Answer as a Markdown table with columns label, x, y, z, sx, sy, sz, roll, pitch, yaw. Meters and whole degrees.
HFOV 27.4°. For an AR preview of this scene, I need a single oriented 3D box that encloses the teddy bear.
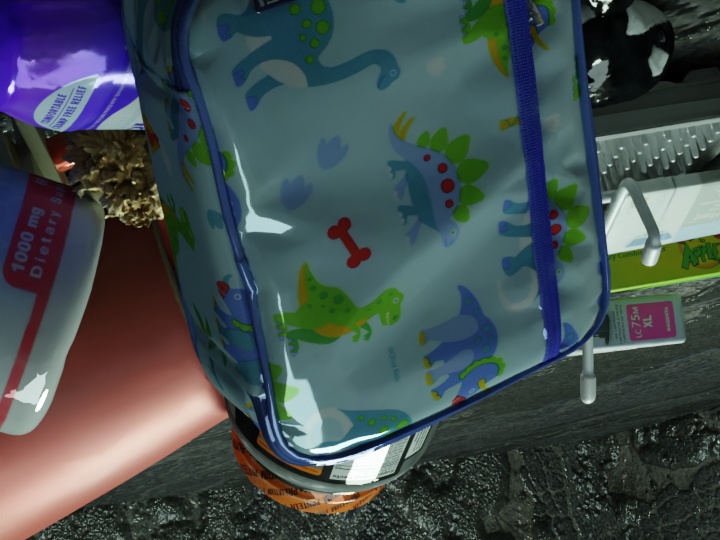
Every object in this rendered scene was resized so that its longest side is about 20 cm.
| label | x | y | z | sx | sy | sz | roll | pitch | yaw |
| --- | --- | --- | --- | --- | --- | --- | --- | --- | --- |
| teddy bear | -0.030 | -0.051 | 0.645 | 0.200 | 0.067 | 0.145 | 18 | -153 | 4 |

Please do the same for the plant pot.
| label | x | y | z | sx | sy | sz | roll | pitch | yaw |
| --- | --- | --- | --- | --- | --- | --- | --- | --- | --- |
| plant pot | -0.178 | 0.047 | 0.860 | 0.177 | 0.201 | 0.200 | -22 | 168 | 0 |

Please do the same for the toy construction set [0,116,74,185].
| label | x | y | z | sx | sy | sz | roll | pitch | yaw |
| --- | --- | --- | --- | --- | --- | --- | --- | --- | --- |
| toy construction set | -0.214 | -0.009 | 0.723 | 0.200 | 0.131 | 0.092 | -20 | -170 | 13 |

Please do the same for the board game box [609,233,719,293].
| label | x | y | z | sx | sy | sz | roll | pitch | yaw |
| --- | --- | --- | --- | --- | --- | --- | --- | --- | --- |
| board game box | 0.230 | -0.016 | 1.035 | 0.200 | 0.048 | 0.102 | -9 | 177 | -16 |

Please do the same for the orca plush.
| label | x | y | z | sx | sy | sz | roll | pitch | yaw |
| --- | --- | --- | --- | --- | --- | --- | --- | --- | --- |
| orca plush | 0.076 | -0.091 | 0.679 | 0.105 | 0.071 | 0.200 | -20 | 165 | 37 |

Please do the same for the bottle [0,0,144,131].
| label | x | y | z | sx | sy | sz | roll | pitch | yaw |
| --- | --- | --- | --- | --- | --- | --- | --- | --- | --- |
| bottle | -0.097 | -0.089 | 0.552 | 0.200 | 0.065 | 0.084 | -4 | 162 | -30 |

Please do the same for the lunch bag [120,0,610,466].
| label | x | y | z | sx | sy | sz | roll | pitch | yaw |
| --- | --- | --- | --- | --- | --- | --- | --- | --- | --- |
| lunch bag | 0.009 | -0.042 | 0.533 | 0.161 | 0.200 | 0.082 | -20 | -151 | -21 |

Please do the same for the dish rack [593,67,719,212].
| label | x | y | z | sx | sy | sz | roll | pitch | yaw |
| --- | --- | --- | --- | --- | --- | --- | --- | --- | --- |
| dish rack | 0.148 | -0.071 | 0.903 | 0.172 | 0.044 | 0.200 | -9 | 168 | -6 |

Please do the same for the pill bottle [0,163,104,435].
| label | x | y | z | sx | sy | sz | roll | pitch | yaw |
| --- | --- | --- | --- | --- | --- | --- | --- | --- | --- |
| pill bottle | -0.215 | -0.009 | 0.606 | 0.200 | 0.109 | 0.109 | 18 | 159 | -16 |

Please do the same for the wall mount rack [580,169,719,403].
| label | x | y | z | sx | sy | sz | roll | pitch | yaw |
| --- | --- | --- | --- | --- | --- | --- | --- | --- | --- |
| wall mount rack | 0.206 | 0.002 | 0.936 | 0.200 | 0.075 | 0.174 | -9 | 148 | -14 |

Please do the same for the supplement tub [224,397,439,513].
| label | x | y | z | sx | sy | sz | roll | pitch | yaw |
| --- | --- | --- | --- | --- | --- | --- | --- | --- | --- |
| supplement tub | -0.003 | 0.033 | 0.777 | 0.122 | 0.123 | 0.200 | -5 | 140 | -24 |

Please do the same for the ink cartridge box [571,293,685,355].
| label | x | y | z | sx | sy | sz | roll | pitch | yaw |
| --- | --- | --- | --- | --- | --- | --- | --- | --- | --- |
| ink cartridge box | 0.108 | 0.045 | 1.022 | 0.200 | 0.042 | 0.119 | -7 | 175 | -17 |
